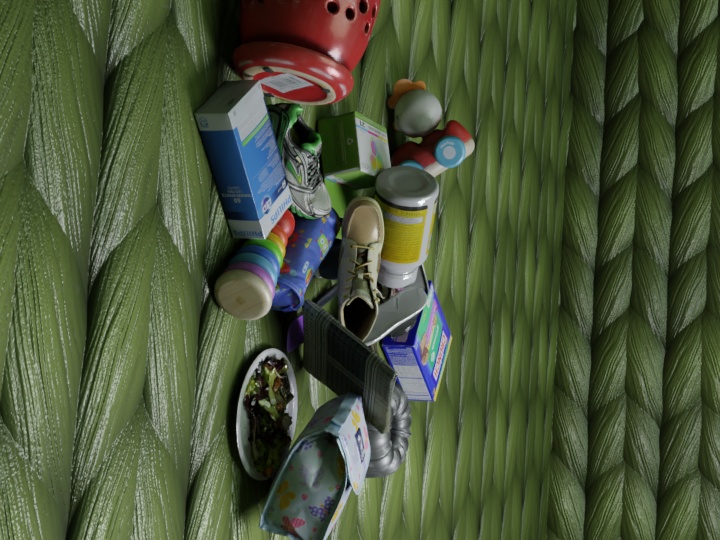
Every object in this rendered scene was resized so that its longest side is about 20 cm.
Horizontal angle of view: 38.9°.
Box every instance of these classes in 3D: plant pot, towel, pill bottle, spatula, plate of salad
[{"bbox_3d":[-0.079,-0.344,1.453,0.200,0.198,0.185,29,70,-65],"label":"plant pot"},{"bbox_3d":[-0.017,0.152,1.608,0.035,0.192,0.201,-42,158,-27],"label":"towel"},{"bbox_3d":[0.071,-0.072,1.783,0.112,0.110,0.202,-56,159,-51],"label":"pill bottle"},{"bbox_3d":[-0.076,0.069,1.716,0.200,0.020,0.057,-53,151,-57],"label":"spatula"},{"bbox_3d":[-0.133,0.221,1.564,0.200,0.048,0.202,3,90,-66],"label":"plate of salad"}]

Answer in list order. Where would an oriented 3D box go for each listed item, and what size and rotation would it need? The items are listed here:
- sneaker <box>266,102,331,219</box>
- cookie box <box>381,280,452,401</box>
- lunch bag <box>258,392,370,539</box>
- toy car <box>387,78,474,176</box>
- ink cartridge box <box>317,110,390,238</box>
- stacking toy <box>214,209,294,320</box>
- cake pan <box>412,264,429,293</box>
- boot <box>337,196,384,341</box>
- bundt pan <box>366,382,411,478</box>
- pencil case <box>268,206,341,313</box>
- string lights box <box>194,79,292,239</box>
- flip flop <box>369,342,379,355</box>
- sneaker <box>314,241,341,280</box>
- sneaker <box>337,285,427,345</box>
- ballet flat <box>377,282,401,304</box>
[{"bbox_3d":[-0.091,-0.162,1.545,0.201,0.084,0.078,63,39,-32],"label":"sneaker"},{"bbox_3d":[0.121,0.148,2.125,0.201,0.074,0.172,67,33,-47],"label":"cookie box"},{"bbox_3d":[-0.054,0.299,1.550,0.170,0.126,0.202,-52,166,-76],"label":"lunch bag"},{"bbox_3d":[0.110,-0.278,2.018,0.201,0.176,0.184,59,14,-3],"label":"toy car"},{"bbox_3d":[-0.002,-0.156,1.761,0.148,0.075,0.202,10,71,-67],"label":"ink cartridge box"},{"bbox_3d":[-0.145,-0.022,1.492,0.201,0.084,0.086,-71,153,-48],"label":"stacking toy"},{"bbox_3d":[0.084,-0.047,1.960,0.200,0.036,0.202,161,-90,-89],"label":"cake pan"},{"bbox_3d":[0.000,0.000,1.606,0.155,0.071,0.202,-91,-171,-64],"label":"boot"},{"bbox_3d":[0.044,0.302,1.958,0.202,0.075,0.204,1,90,-67],"label":"bundt pan"},{"bbox_3d":[-0.095,-0.021,1.593,0.087,0.077,0.201,61,37,-34],"label":"pencil case"},{"bbox_3d":[-0.162,-0.156,1.446,0.103,0.058,0.202,-58,143,-49],"label":"string lights box"},{"bbox_3d":[0.000,0.154,1.864,0.201,0.057,0.081,-85,-166,-45],"label":"flip flop"},{"bbox_3d":[-0.013,-0.015,1.783,0.200,0.081,0.071,-21,111,-65],"label":"sneaker"},{"bbox_3d":[0.028,0.103,1.829,0.071,0.199,0.099,58,-15,20],"label":"sneaker"},{"bbox_3d":[0.038,-0.006,1.942,0.071,0.069,0.201,-43,136,-25],"label":"ballet flat"}]
